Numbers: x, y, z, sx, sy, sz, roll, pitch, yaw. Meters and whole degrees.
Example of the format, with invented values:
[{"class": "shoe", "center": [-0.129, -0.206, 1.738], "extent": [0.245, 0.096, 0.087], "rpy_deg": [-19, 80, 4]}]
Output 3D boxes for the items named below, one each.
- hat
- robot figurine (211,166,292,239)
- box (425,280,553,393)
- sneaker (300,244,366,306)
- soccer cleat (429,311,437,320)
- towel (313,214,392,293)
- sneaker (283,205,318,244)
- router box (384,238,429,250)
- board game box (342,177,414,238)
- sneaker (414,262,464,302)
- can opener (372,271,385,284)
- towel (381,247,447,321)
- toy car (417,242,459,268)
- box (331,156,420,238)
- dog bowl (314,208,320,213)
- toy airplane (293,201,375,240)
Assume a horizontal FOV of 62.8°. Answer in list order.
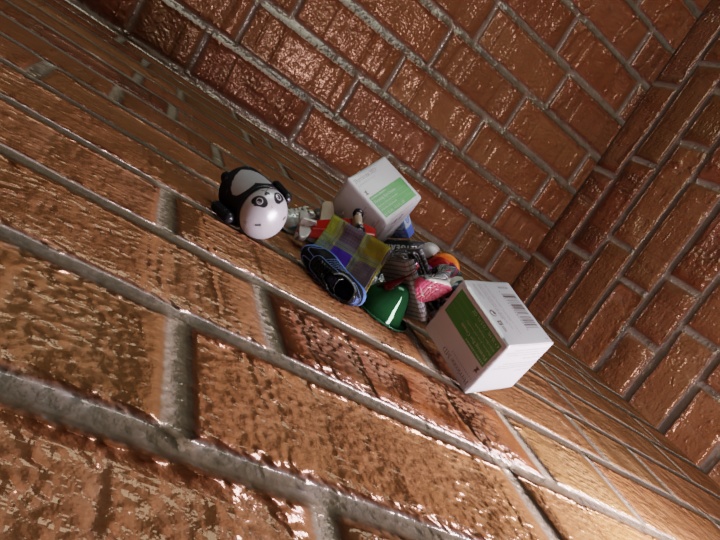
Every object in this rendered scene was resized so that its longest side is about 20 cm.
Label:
[{"class": "hat", "center": [0.093, 0.033, 1.445], "extent": [0.163, 0.178, 0.200], "rpy_deg": [23, 16, -38]}, {"class": "robot figurine", "center": [-0.250, -0.161, 1.353], "extent": [0.200, 0.151, 0.125], "rpy_deg": [43, 1, 37]}, {"class": "box", "center": [0.304, 0.155, 1.409], "extent": [0.196, 0.173, 0.201], "rpy_deg": [3, 44, -41]}, {"class": "sneaker", "center": [-0.070, 0.006, 1.356], "extent": [0.199, 0.071, 0.078], "rpy_deg": [39, 7, 16]}, {"class": "soccer cleat", "center": [0.243, 0.148, 1.732], "extent": [0.078, 0.069, 0.200], "rpy_deg": [44, 15, -3]}, {"class": "towel", "center": [-0.030, -0.038, 1.435], "extent": [0.198, 0.145, 0.023], "rpy_deg": [32, -10, 25]}, {"class": "sneaker", "center": [-0.173, -0.143, 1.628], "extent": [0.198, 0.082, 0.077], "rpy_deg": [20, 20, -50]}, {"class": "router box", "center": [0.109, -0.076, 1.923], "extent": [0.194, 0.053, 0.149], "rpy_deg": [3, 3, -19]}, {"class": "board game box", "center": [0.056, -0.199, 1.876], "extent": [0.196, 0.043, 0.203], "rpy_deg": [4, -55, 38]}, {"class": "sneaker", "center": [0.180, 0.025, 1.393], "extent": [0.198, 0.080, 0.076], "rpy_deg": [-1, 62, -57]}, {"class": "can opener", "center": [0.000, 0.000, 1.671], "extent": [0.198, 0.054, 0.066], "rpy_deg": [35, -24, -14]}, {"class": "towel", "center": [0.131, 0.028, 1.519], "extent": [0.170, 0.084, 0.199], "rpy_deg": [71, -17, -8]}, {"class": "toy car", "center": [0.199, 0.024, 1.679], "extent": [0.178, 0.198, 0.149], "rpy_deg": [60, -22, -6]}, {"class": "box", "center": [0.029, -0.178, 1.714], "extent": [0.172, 0.201, 0.198], "rpy_deg": [46, 46, 7]}, {"class": "dog bowl", "center": [-0.075, -0.115, 1.857], "extent": [0.197, 0.059, 0.200], "rpy_deg": [34, 11, -7]}, {"class": "toy airplane", "center": [-0.082, -0.087, 1.561], "extent": [0.197, 0.199, 0.143], "rpy_deg": [34, -34, 25]}]
